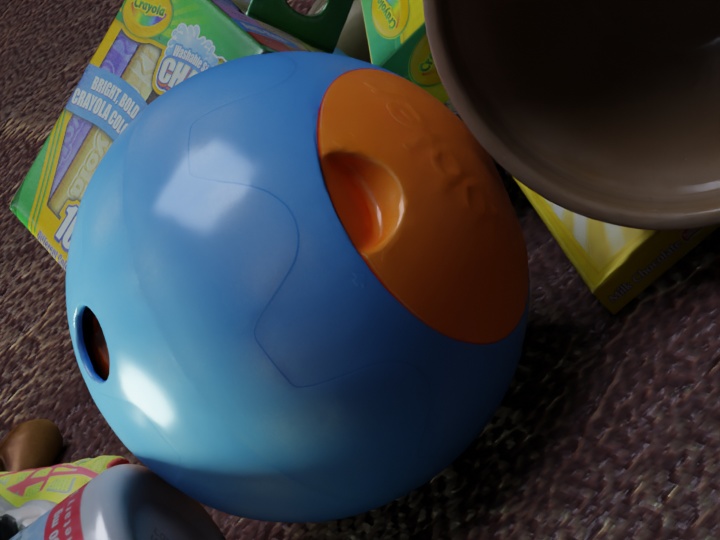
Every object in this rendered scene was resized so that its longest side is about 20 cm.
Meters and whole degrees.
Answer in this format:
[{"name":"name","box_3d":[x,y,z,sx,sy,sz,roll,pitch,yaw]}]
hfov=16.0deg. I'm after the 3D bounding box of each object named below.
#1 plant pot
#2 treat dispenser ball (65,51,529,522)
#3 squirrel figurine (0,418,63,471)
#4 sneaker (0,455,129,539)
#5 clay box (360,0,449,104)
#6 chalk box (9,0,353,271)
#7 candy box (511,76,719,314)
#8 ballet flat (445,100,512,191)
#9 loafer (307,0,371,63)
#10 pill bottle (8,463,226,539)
[{"name":"plant pot","box_3d":[0.129,-0.126,1.065,0.200,0.201,0.093,-35,8,18]},{"name":"treat dispenser ball","box_3d":[-0.027,0.007,1.099,0.200,0.201,0.201,-36,22,17]},{"name":"squirrel figurine","box_3d":[-0.297,0.111,1.398,0.141,0.187,0.201,-24,28,38]},{"name":"sneaker","box_3d":[-0.140,0.129,1.266,0.090,0.079,0.200,-25,12,-19]},{"name":"clay box","box_3d":[0.060,-0.166,1.191,0.200,0.047,0.115,-42,39,30]},{"name":"chalk box","box_3d":[-0.062,-0.072,1.298,0.201,0.124,0.124,-59,43,13]},{"name":"candy box","box_3d":[0.107,-0.076,1.166,0.102,0.026,0.200,-42,43,11]},{"name":"ballet flat","box_3d":[0.000,0.000,1.260,0.200,0.072,0.072,-45,21,-2]},{"name":"loafer","box_3d":[-0.021,-0.105,1.485,0.200,0.076,0.068,-43,19,28]},{"name":"pill bottle","box_3d":[-0.147,0.180,1.111,0.199,0.109,0.109,-36,22,17]}]
